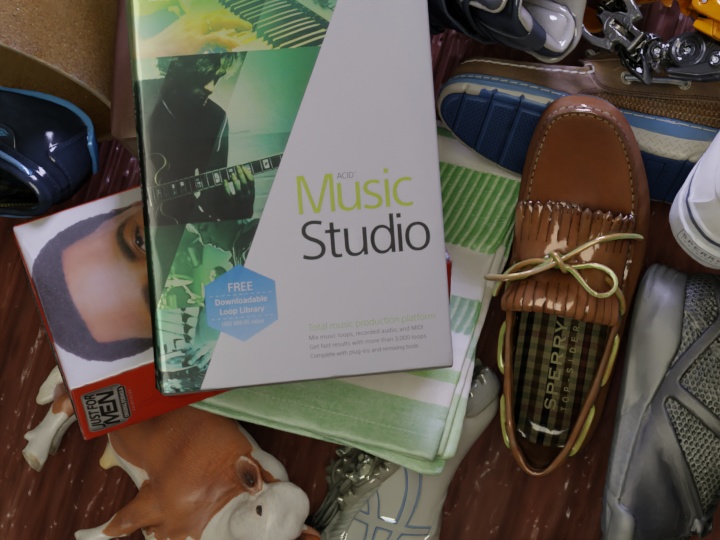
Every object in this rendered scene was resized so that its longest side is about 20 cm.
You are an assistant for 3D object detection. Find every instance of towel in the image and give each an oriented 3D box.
[{"bbox_3d":[0.000,0.000,1.136,0.152,0.023,0.200,15,63,7],"label":"towel"}]

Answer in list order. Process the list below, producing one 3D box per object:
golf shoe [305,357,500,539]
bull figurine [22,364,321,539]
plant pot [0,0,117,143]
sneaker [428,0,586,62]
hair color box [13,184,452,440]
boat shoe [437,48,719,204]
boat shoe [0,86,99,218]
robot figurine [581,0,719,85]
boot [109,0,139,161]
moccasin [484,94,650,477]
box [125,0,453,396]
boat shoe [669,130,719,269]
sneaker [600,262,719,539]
[{"bbox_3d":[0.018,0.138,1.159,0.097,0.078,0.200,42,98,-13],"label":"golf shoe"},{"bbox_3d":[-0.104,0.104,1.139,0.121,0.065,0.200,-36,51,5],"label":"bull figurine"},{"bbox_3d":[-0.188,-0.194,1.145,0.186,0.186,0.201,13,77,7],"label":"plant pot"},{"bbox_3d":[0.025,-0.125,1.089,0.202,0.077,0.146,-51,51,8],"label":"sneaker"},{"bbox_3d":[-0.064,0.001,1.088,0.199,0.061,0.102,-20,63,-10],"label":"hair color box"},{"bbox_3d":[0.139,-0.083,1.139,0.199,0.072,0.073,15,61,-7],"label":"boat shoe"},{"bbox_3d":[-0.236,-0.066,1.105,0.199,0.069,0.084,0,125,22],"label":"boat shoe"},{"bbox_3d":[0.150,-0.177,1.111,0.200,0.058,0.145,33,93,31],"label":"robot figurine"},{"bbox_3d":[-0.121,-0.141,1.046,0.186,0.064,0.201,3,81,-28],"label":"boot"},{"bbox_3d":[0.102,0.009,1.095,0.073,0.078,0.202,15,114,8],"label":"moccasin"},{"bbox_3d":[-0.034,-0.047,1.023,0.144,0.036,0.201,-6,93,-12],"label":"box"},{"bbox_3d":[0.227,-0.080,1.081,0.073,0.067,0.200,35,56,-2],"label":"boat shoe"},{"bbox_3d":[0.187,0.103,1.124,0.114,0.076,0.200,10,84,14],"label":"sneaker"}]
